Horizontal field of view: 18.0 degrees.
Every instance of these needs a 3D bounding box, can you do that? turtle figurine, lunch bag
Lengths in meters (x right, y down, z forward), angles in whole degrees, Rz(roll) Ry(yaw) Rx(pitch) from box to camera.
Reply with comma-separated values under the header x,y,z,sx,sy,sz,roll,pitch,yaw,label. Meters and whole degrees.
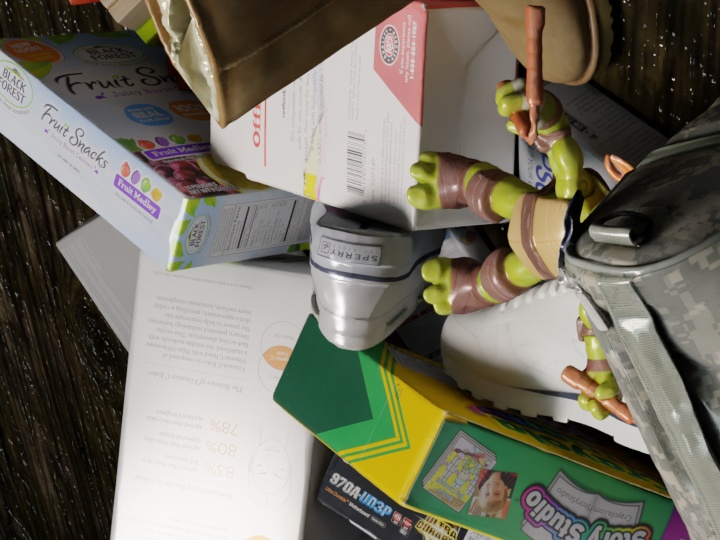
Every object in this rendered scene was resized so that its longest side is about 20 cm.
x,y,z,sx,sy,sz,roll,pitch,yaw,label
0.085,-0.027,1.043,0.161,0.064,0.200,4,117,60,turtle figurine
0.178,0.031,0.933,0.139,0.168,0.200,-7,116,46,lunch bag

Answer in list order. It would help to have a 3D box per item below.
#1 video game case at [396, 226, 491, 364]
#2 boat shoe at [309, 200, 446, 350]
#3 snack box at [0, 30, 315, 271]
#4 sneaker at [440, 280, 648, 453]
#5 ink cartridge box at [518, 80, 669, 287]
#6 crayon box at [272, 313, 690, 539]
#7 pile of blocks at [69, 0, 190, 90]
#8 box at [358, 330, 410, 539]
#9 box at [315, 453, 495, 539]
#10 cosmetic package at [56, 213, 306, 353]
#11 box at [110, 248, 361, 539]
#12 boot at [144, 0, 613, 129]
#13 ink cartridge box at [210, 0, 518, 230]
x,y,z,sx,sy,sz,roll,pitch,yaw,label
0.024,-0.023,1.355,0.200,0.018,0.143,56,156,-2,video game case
0.000,0.000,1.207,0.073,0.200,0.067,11,98,9,boat shoe
-0.115,-0.077,1.343,0.200,0.142,0.053,38,121,35,snack box
0.112,0.029,1.117,0.200,0.076,0.081,11,119,50,sneaker
0.159,0.024,1.143,0.200,0.043,0.196,40,152,32,ink cartridge box
0.076,0.101,1.203,0.200,0.058,0.173,22,-176,-28,crayon box
-0.142,-0.176,1.349,0.200,0.062,0.082,46,-168,-11,pile of blocks
-0.008,0.119,1.455,0.200,0.132,0.115,48,156,14,box
0.095,0.163,1.297,0.200,0.046,0.159,24,-177,-45,box
-0.126,-0.013,1.565,0.107,0.090,0.200,58,153,-7,cosmetic package
-0.065,0.091,1.339,0.124,0.097,0.200,9,96,21,box
0.008,-0.122,1.032,0.066,0.200,0.175,19,137,56,boot
-0.003,-0.097,1.202,0.200,0.067,0.117,20,112,52,ink cartridge box
